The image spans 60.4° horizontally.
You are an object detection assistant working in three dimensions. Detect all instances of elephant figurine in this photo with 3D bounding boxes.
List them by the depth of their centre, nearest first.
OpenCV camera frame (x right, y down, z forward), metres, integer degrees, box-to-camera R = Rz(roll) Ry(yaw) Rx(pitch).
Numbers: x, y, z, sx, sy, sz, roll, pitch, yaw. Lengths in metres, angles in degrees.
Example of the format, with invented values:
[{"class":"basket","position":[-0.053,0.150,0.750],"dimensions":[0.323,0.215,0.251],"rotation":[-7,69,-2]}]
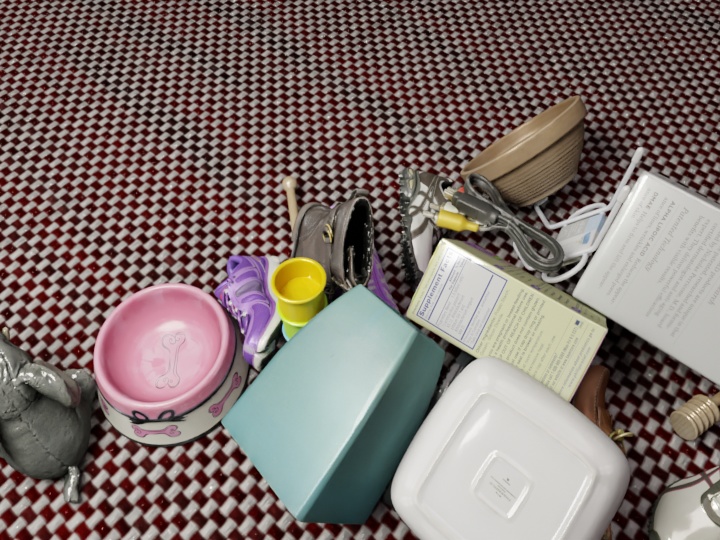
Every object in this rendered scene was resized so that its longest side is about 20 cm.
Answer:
[{"class":"elephant figurine","position":[-0.377,0.136,0.668],"dimensions":[0.150,0.202,0.144],"rotation":[10,55,7]}]

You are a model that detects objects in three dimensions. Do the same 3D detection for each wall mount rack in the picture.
[{"class":"wall mount rack","position":[0.299,-0.074,0.823],"dimensions":[0.075,0.171,0.201],"rotation":[54,44,-13]}]

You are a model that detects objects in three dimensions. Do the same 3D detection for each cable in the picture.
[{"class":"cable","position":[0.183,-0.062,0.817],"dimensions":[0.197,0.051,0.097],"rotation":[33,56,21]}]

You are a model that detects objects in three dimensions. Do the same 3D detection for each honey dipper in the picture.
[{"class":"honey dipper","position":[0.463,0.146,0.765],"dimensions":[0.196,0.038,0.038],"rotation":[-25,58,-21]},{"class":"honey dipper","position":[-0.091,-0.058,0.888],"dimensions":[0.037,0.038,0.205],"rotation":[-7,57,-5]}]

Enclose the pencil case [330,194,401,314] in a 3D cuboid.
[{"class":"pencil case","position":[0.000,0.000,0.830],"dimensions":[0.082,0.085,0.204],"rotation":[11,49,-39]}]

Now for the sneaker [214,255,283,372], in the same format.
[{"class":"sneaker","position":[-0.139,0.048,0.760],"dimensions":[0.081,0.082,0.201],"rotation":[11,26,-18]}]

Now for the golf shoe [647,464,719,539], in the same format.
[{"class":"golf shoe","position":[0.395,0.241,0.666],"dimensions":[0.196,0.089,0.078],"rotation":[-27,61,-16]}]

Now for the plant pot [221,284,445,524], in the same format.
[{"class":"plant pot","position":[-0.011,0.132,0.649],"dimensions":[0.140,0.141,0.202],"rotation":[37,90,35]}]

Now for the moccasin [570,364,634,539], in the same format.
[{"class":"moccasin","position":[0.265,0.204,0.689],"dimensions":[0.076,0.074,0.205],"rotation":[0,52,28]}]

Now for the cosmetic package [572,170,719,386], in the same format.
[{"class":"cosmetic package","position":[0.393,0.000,0.745],"dimensions":[0.198,0.168,0.164],"rotation":[33,22,20]}]

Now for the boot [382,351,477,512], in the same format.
[{"class":"boot","position":[0.137,0.213,0.673],"dimensions":[0.165,0.077,0.204],"rotation":[27,80,20]}]

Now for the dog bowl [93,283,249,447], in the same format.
[{"class":"dog bowl","position":[-0.238,0.106,0.767],"dimensions":[0.193,0.075,0.205],"rotation":[0,56,-1]}]

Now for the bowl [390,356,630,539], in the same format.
[{"class":"bowl","position":[0.136,0.203,0.591],"dimensions":[0.198,0.075,0.202],"rotation":[35,89,22]}]

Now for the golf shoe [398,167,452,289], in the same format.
[{"class":"golf shoe","position":[0.100,-0.067,0.881],"dimensions":[0.091,0.079,0.205],"rotation":[1,57,1]}]

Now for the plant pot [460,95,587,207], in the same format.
[{"class":"plant pot","position":[0.251,-0.159,0.907],"dimensions":[0.199,0.200,0.094],"rotation":[-37,99,-22]}]

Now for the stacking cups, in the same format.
[{"class":"stacking cups","position":[-0.057,0.076,0.707],"dimensions":[0.058,0.203,0.062],"rotation":[-2,48,3]}]

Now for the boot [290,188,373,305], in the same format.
[{"class":"boot","position":[-0.037,0.007,0.728],"dimensions":[0.067,0.173,0.207],"rotation":[0,97,-24]}]

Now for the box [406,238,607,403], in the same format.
[{"class":"box","position":[0.178,0.053,0.729],"dimensions":[0.197,0.175,0.099],"rotation":[31,102,18]}]
